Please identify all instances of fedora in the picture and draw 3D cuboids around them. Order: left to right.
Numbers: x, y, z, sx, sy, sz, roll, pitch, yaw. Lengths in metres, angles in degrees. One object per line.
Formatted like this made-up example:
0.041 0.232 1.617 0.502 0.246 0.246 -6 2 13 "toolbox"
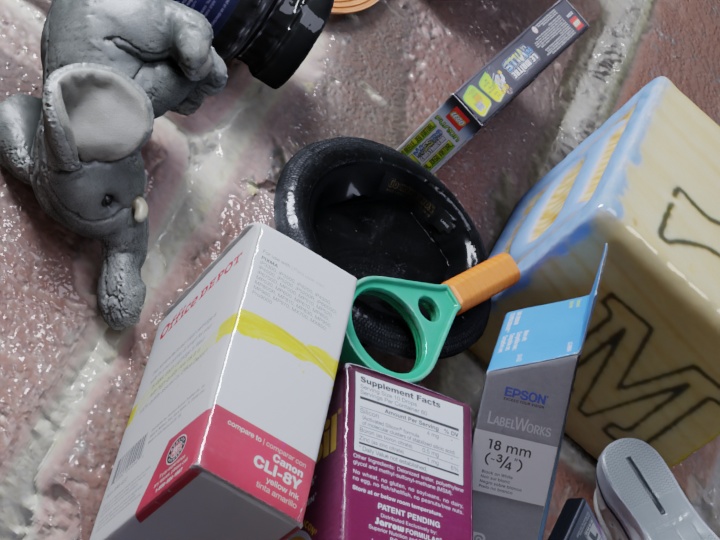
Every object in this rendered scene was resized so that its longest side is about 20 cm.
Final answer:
0.000 0.000 1.394 0.199 0.091 0.202 25 46 -28 "fedora"

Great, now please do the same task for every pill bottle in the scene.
-0.123 -0.226 1.441 0.199 0.112 0.112 33 46 -15 "pill bottle"

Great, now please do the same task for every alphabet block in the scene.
0.223 0.010 1.490 0.200 0.196 0.196 41 45 -8 "alphabet block"

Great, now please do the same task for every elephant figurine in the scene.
-0.182 -0.093 1.303 0.154 0.142 0.201 21 60 13 "elephant figurine"

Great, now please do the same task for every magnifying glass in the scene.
0.050 0.026 1.331 0.199 0.022 0.080 -25 80 -51 "magnifying glass"

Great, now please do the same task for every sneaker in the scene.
0.234 0.220 1.423 0.072 0.071 0.201 -16 57 -11 "sneaker"

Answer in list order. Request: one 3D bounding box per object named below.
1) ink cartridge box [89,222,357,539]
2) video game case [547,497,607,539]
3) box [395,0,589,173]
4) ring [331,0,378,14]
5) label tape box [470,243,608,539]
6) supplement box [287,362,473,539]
-0.086 0.091 1.225 0.083 0.145 0.201 30 47 -19 "ink cartridge box"
0.163 0.278 1.315 0.201 0.019 0.143 59 42 -27 "video game case"
0.102 -0.142 1.563 0.035 0.110 0.200 47 43 0 "box"
-0.057 -0.296 1.611 0.199 0.019 0.202 20 52 -27 "ring"
0.116 0.086 1.323 0.063 0.202 0.144 12 16 7 "label tape box"
-0.002 0.184 1.238 0.102 0.131 0.202 20 49 -24 "supplement box"
